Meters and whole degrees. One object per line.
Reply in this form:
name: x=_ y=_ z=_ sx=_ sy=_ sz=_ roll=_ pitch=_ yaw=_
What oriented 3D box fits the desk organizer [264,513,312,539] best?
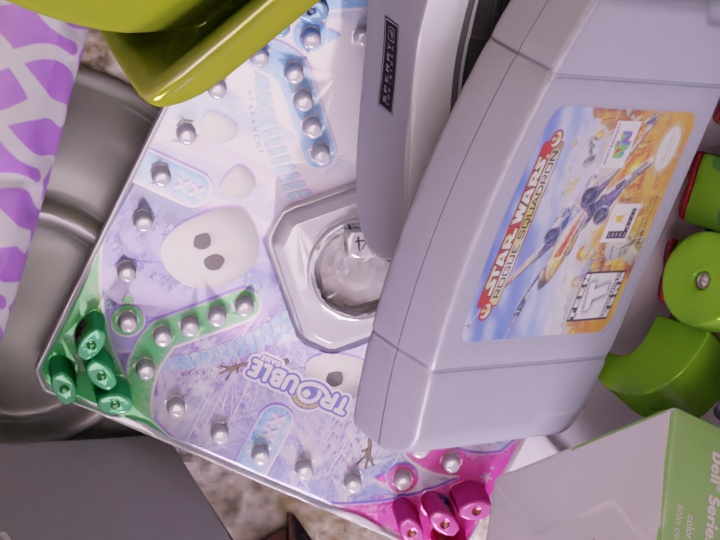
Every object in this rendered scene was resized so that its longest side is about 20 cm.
desk organizer: x=-0.007 y=0.215 z=1.233 sx=0.077 sy=0.072 sz=0.201 roll=-31 pitch=111 yaw=9

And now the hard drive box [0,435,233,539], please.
hard drive box: x=-0.163 y=0.143 z=1.107 sx=0.156 sy=0.199 sz=0.077 roll=-46 pitch=67 yaw=24

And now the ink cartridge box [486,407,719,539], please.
ink cartridge box: x=0.160 y=0.132 z=1.138 sx=0.199 sy=0.068 sz=0.117 roll=24 pitch=150 yaw=-29

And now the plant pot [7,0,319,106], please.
plant pot: x=-0.069 y=-0.190 z=0.943 sx=0.200 sy=0.199 sz=0.181 roll=-39 pitch=138 yaw=9

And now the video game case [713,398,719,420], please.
video game case: x=0.234 y=-0.012 z=1.097 sx=0.142 sy=0.019 sz=0.201 roll=10 pitch=120 yaw=-50

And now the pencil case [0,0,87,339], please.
pencil case: x=-0.159 y=-0.050 z=1.070 sx=0.083 sy=0.085 sz=0.202 roll=9 pitch=81 yaw=32

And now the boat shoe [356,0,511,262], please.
boat shoe: x=0.038 y=-0.097 z=1.050 sx=0.056 sy=0.069 sz=0.201 roll=-5 pitch=120 yaw=-22

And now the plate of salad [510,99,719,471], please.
plate of salad: x=0.132 y=0.024 z=1.186 sx=0.198 sy=0.048 sz=0.202 roll=0 pitch=104 yaw=1

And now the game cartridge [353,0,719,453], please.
game cartridge: x=0.070 y=-0.024 z=1.053 sx=0.041 sy=0.133 sz=0.201 roll=31 pitch=109 yaw=27

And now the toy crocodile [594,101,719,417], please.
toy crocodile: x=0.156 y=-0.032 z=1.118 sx=0.067 sy=0.062 sz=0.201 roll=18 pitch=94 yaw=-51

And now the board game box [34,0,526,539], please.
board game box: x=0.000 y=0.000 z=1.125 sx=0.199 sy=0.026 sz=0.201 roll=24 pitch=103 yaw=-16

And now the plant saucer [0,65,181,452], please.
plant saucer: x=-0.141 y=0.015 z=1.151 sx=0.198 sy=0.050 sz=0.202 roll=-2 pitch=112 yaw=-5
